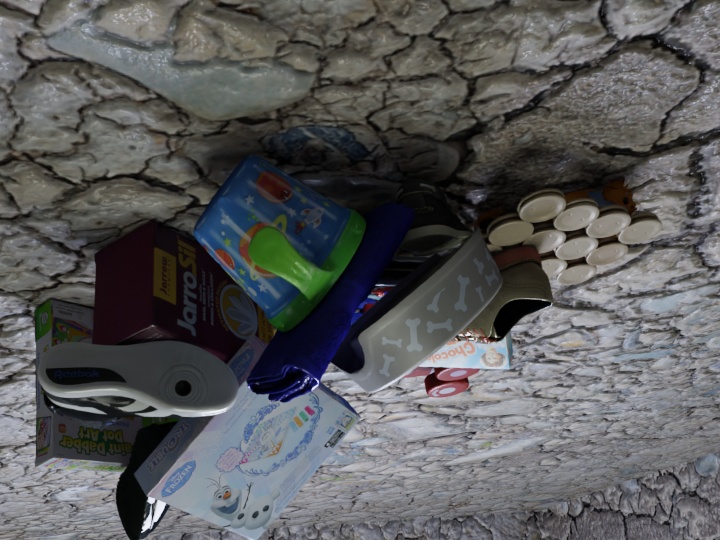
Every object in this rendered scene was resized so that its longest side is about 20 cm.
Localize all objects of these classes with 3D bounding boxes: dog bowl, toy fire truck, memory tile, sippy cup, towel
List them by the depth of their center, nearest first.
[{"bbox_3d":[-0.084,-0.035,0.839,0.130,0.141,0.177,38,149,-12],"label":"sippy cup"},{"bbox_3d":[-0.025,0.034,0.850,0.049,0.202,0.147,38,154,-13],"label":"towel"},{"bbox_3d":[0.056,0.042,0.865,0.199,0.059,0.200,-41,-178,2],"label":"dog bowl"},{"bbox_3d":[0.219,-0.034,0.971,0.197,0.017,0.153,9,146,-32],"label":"memory tile"},{"bbox_3d":[0.074,0.114,1.266,0.165,0.114,0.201,-7,156,-8],"label":"toy fire truck"}]

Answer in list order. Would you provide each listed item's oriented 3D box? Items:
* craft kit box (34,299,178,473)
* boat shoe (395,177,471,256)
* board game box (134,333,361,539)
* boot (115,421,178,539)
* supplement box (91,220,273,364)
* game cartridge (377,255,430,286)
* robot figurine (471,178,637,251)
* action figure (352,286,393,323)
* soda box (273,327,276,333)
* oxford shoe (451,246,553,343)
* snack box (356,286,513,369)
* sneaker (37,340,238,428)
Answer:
[{"bbox_3d":[-0.315,0.153,1.115,0.048,0.201,0.198,-24,153,34],"label":"craft kit box"},{"bbox_3d":[0.078,-0.055,0.958,0.071,0.069,0.200,-18,171,11],"label":"boat shoe"},{"bbox_3d":[-0.122,0.198,1.008,0.201,0.043,0.199,-49,138,-1],"label":"board game box"},{"bbox_3d":[-0.200,0.241,1.076,0.166,0.077,0.202,-10,139,-37],"label":"boot"},{"bbox_3d":[-0.195,0.053,0.996,0.102,0.133,0.199,-23,147,28],"label":"supplement box"},{"bbox_3d":[0.000,0.000,1.022,0.196,0.041,0.133,2,176,-14],"label":"game cartridge"},{"bbox_3d":[0.218,-0.044,1.034,0.196,0.059,0.145,-12,156,6],"label":"robot figurine"},{"bbox_3d":[-0.010,0.049,1.031,0.197,0.067,0.099,3,172,-27],"label":"action figure"},{"bbox_3d":[-0.106,0.076,1.110,0.197,0.065,0.068,-11,130,33],"label":"soda box"},{"bbox_3d":[0.117,0.051,0.967,0.198,0.076,0.070,-32,143,18],"label":"oxford shoe"},{"bbox_3d":[0.091,0.069,1.128,0.196,0.037,0.118,-1,125,20],"label":"snack box"},{"bbox_3d":[-0.228,0.125,0.919,0.196,0.074,0.112,9,150,-9],"label":"sneaker"}]
